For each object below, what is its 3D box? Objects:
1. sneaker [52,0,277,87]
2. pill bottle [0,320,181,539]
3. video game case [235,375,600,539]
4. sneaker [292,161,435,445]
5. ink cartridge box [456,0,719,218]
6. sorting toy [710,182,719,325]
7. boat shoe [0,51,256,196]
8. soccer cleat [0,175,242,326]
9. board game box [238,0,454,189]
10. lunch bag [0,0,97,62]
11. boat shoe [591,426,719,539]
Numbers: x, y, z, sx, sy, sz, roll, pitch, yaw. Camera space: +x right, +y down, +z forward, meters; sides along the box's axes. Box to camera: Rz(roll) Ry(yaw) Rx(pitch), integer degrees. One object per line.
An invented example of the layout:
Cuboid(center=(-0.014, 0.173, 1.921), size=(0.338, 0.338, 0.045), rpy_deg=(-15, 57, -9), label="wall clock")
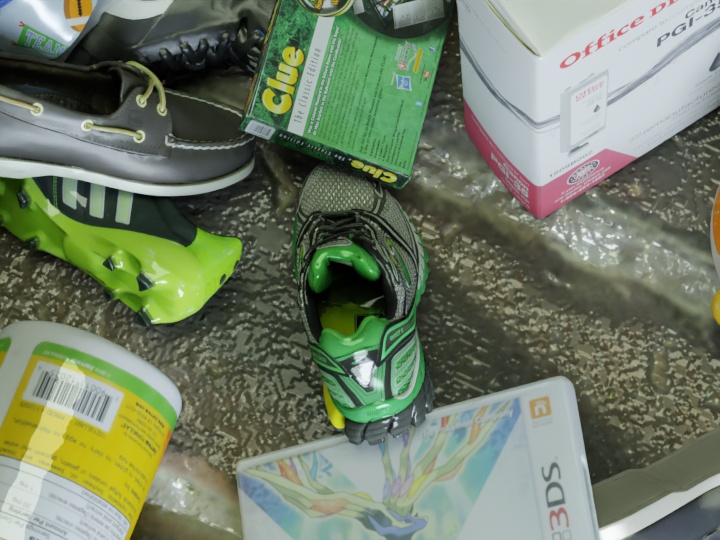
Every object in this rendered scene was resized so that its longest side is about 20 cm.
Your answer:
Cuboid(center=(-0.096, -0.134, 1.497), size=(0.200, 0.073, 0.112), rpy_deg=(-41, 71, -14), label="sneaker")
Cuboid(center=(-0.182, 0.138, 1.359), size=(0.111, 0.111, 0.200), rpy_deg=(17, 68, 10), label="pill bottle")
Cuboid(center=(0.034, 0.166, 1.349), size=(0.200, 0.022, 0.182), rpy_deg=(-16, 64, 17), label="video game case")
Cuboid(center=(0.000, 0.000, 1.406), size=(0.078, 0.085, 0.200), rpy_deg=(-16, 41, 1), label="sneaker")
Cuboid(center=(0.135, -0.135, 1.414), size=(0.146, 0.200, 0.083), rpy_deg=(-32, 68, -10), label="ink cartridge box")
Cuboid(center=(0.283, -0.028, 1.362), size=(0.200, 0.180, 0.107), rpy_deg=(27, 55, 14), label="sorting toy")
Cuboid(center=(-0.147, -0.088, 1.434), size=(0.201, 0.061, 0.072), rpy_deg=(2, 37, -27), label="boat shoe")
Cuboid(center=(-0.158, -0.040, 1.470), size=(0.200, 0.068, 0.081), rpy_deg=(36, 49, 21), label="soccer cleat")
Cuboid(center=(0.001, -0.154, 1.481), size=(0.105, 0.023, 0.200), rpy_deg=(22, 63, -13), label="board game box")
Cuboid(center=(-0.188, -0.215, 1.493), size=(0.160, 0.076, 0.200), rpy_deg=(-6, 53, 50), label="lunch bag")
Cuboid(center=(0.204, 0.130, 1.382), size=(0.200, 0.073, 0.063), rpy_deg=(-20, 109, -11), label="boat shoe")
